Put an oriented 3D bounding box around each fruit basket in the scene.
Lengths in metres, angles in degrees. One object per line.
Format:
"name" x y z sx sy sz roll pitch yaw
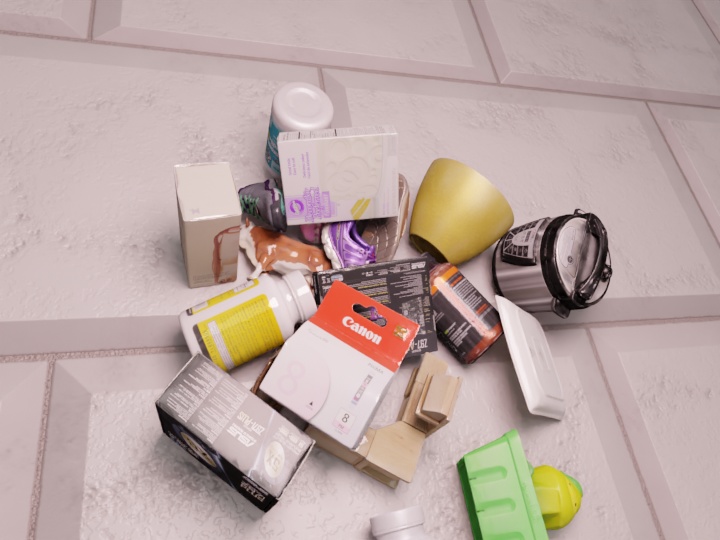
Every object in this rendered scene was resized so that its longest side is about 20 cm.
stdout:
"fruit basket" 0.265 0.358 0.814 0.210 0.156 0.220 -1 64 2

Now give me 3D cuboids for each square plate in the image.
"square plate" 0.308 0.154 0.928 0.197 0.028 0.204 26 46 -52

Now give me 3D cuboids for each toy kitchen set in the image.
"toy kitchen set" 0.039 0.191 0.813 0.178 0.164 0.202 27 57 -1

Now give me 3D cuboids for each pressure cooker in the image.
"pressure cooker" 0.369 -0.014 0.983 0.176 0.199 0.180 -18 93 -30

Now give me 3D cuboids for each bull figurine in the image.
"bull figurine" -0.141 -0.016 0.929 0.195 0.065 0.124 15 62 -7

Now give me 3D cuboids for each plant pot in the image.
"plant pot" 0.173 -0.093 1.013 0.199 0.200 0.143 39 81 7

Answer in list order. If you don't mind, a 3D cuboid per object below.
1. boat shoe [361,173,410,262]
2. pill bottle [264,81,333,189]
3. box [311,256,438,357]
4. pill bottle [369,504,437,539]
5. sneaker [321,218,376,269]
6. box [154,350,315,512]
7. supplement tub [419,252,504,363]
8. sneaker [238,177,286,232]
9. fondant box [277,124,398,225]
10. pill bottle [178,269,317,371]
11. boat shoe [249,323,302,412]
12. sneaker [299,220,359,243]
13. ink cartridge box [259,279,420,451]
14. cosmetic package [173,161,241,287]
"boat shoe" 0.054 -0.078 0.994 0.074 0.072 0.204 17 85 23
"pill bottle" -0.119 -0.236 0.975 0.108 0.201 0.113 7 59 -12
"box" 0.026 0.070 0.874 0.195 0.043 0.164 -9 94 -18
"pill bottle" 0.072 0.439 0.718 0.109 0.112 0.204 -5 64 -19
"sneaker" 0.000 0.000 0.922 0.204 0.082 0.081 66 18 -1
"box" -0.175 0.229 0.725 0.198 0.164 0.087 36 57 4
"supplement tub" 0.166 0.062 0.956 0.106 0.107 0.200 -35 75 -30
"sneaker" -0.180 -0.109 0.927 0.085 0.076 0.200 -11 22 -10
"fondant box" -0.035 -0.161 0.888 0.195 0.147 0.059 -4 30 -2
"pill bottle" -0.171 0.076 0.821 0.197 0.112 0.113 -25 71 -14
"boat shoe" -0.111 0.154 0.840 0.075 0.072 0.202 31 58 2
"sneaker" -0.048 -0.125 1.015 0.198 0.081 0.089 -32 70 -35
"ink cartridge box" -0.028 0.127 0.763 0.160 0.057 0.203 27 80 17
"cosmetic package" -0.244 -0.068 0.843 0.085 0.201 0.105 -9 65 -20
